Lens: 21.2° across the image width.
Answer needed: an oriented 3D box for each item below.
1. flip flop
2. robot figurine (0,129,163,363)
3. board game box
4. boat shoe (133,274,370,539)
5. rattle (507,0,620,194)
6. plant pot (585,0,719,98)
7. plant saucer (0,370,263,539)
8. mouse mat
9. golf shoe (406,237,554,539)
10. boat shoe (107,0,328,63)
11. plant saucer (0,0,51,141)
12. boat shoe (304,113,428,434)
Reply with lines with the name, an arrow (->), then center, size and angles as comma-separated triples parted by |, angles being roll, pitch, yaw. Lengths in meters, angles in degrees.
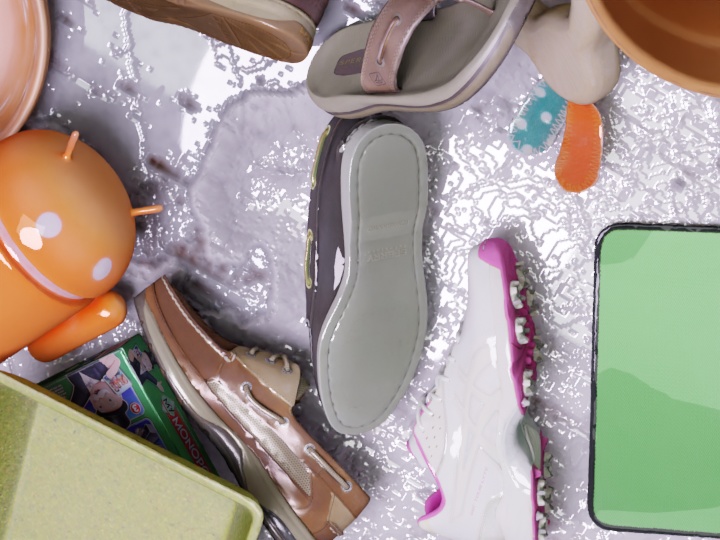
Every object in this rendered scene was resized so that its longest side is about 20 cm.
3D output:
flip flop -> 0.026, -0.134, 1.085 | 0.058, 0.200, 0.081 | 39, 66, -28
robot figurine -> -0.223, -0.012, 1.187 | 0.200, 0.117, 0.144 | -32, 83, 20
board game box -> -0.191, 0.139, 1.249 | 0.199, 0.029, 0.135 | -25, 99, 28
boat shoe -> -0.067, 0.086, 1.211 | 0.074, 0.076, 0.200 | -34, 89, -4
rattle -> 0.139, -0.167, 1.121 | 0.130, 0.143, 0.201 | 0, 124, 44
plant pot -> 0.197, -0.204, 0.949 | 0.199, 0.140, 0.201 | 0, 125, 0
plant saucer -> -0.162, 0.174, 1.204 | 0.199, 0.048, 0.200 | 25, 118, 12
mouse mat -> 0.221, 0.070, 1.176 | 0.160, 0.008, 0.201 | 3, 104, 11
golf shoe -> 0.068, 0.080, 1.177 | 0.091, 0.075, 0.201 | -1, 103, 15
boat shoe -> -0.108, -0.191, 1.154 | 0.199, 0.072, 0.072 | 21, 77, 17
plant saucer -> -0.286, -0.154, 1.209 | 0.199, 0.037, 0.201 | 3, 104, 12
boat shoe -> 0.000, 0.000, 1.178 | 0.071, 0.061, 0.202 | -4, 112, -27
